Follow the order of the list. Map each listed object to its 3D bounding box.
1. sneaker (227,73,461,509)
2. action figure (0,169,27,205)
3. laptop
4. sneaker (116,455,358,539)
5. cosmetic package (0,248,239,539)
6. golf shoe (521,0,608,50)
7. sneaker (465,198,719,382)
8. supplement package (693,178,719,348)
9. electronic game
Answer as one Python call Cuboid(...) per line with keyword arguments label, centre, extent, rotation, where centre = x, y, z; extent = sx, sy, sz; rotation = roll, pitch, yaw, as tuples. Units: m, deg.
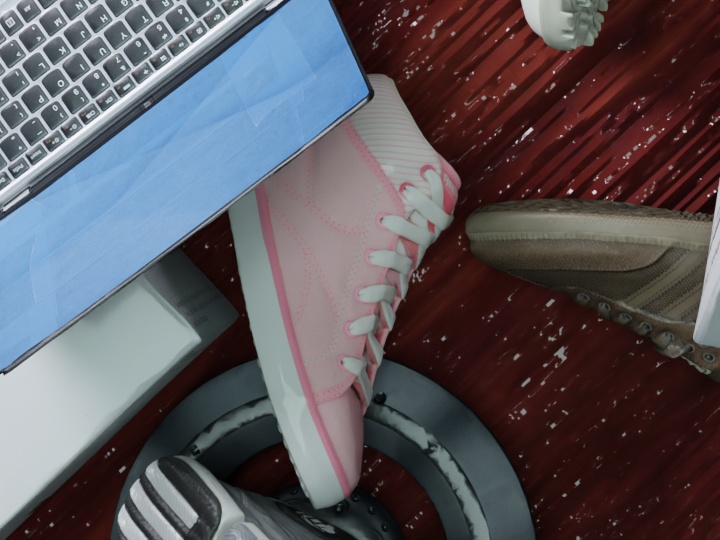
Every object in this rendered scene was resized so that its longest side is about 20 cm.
Cuboid(label="sneaker", centre=(0.000, 0.000, 1.028), extent=(0.104, 0.075, 0.201), rotation=(-12, 66, 1))
Cuboid(label="action figure", centre=(-0.208, -0.081, 1.069), extent=(0.130, 0.069, 0.200), rotation=(-43, 86, 16))
Cuboid(label="laptop", centre=(-0.115, -0.094, 0.959), extent=(0.187, 0.116, 0.200), rotation=(-36, 85, 8))
Cuboid(label="sneaker", centre=(-0.009, 0.155, 0.978), extent=(0.075, 0.115, 0.200), rotation=(-51, 54, 17))
Cuboid(label="cosmetic package", centre=(-0.157, 0.063, 1.055), extent=(0.200, 0.113, 0.081), rotation=(-42, 90, 10))
Cuboid(label="golf shoe", centre=(0.064, -0.194, 1.039), extent=(0.097, 0.078, 0.201), rotation=(-5, 89, 23))
Cuboid(label="sneaker", centre=(0.144, 0.012, 1.039), extent=(0.199, 0.070, 0.076), rotation=(5, 97, 6))
Cuboid(label="supplement package", centre=(0.214, -0.069, 0.964), extent=(0.116, 0.117, 0.201), rotation=(10, 69, 4))
Cuboid(label="electronic game", centre=(-0.018, 0.137, 1.073), extent=(0.199, 0.042, 0.201), rotation=(0, 87, 9))
